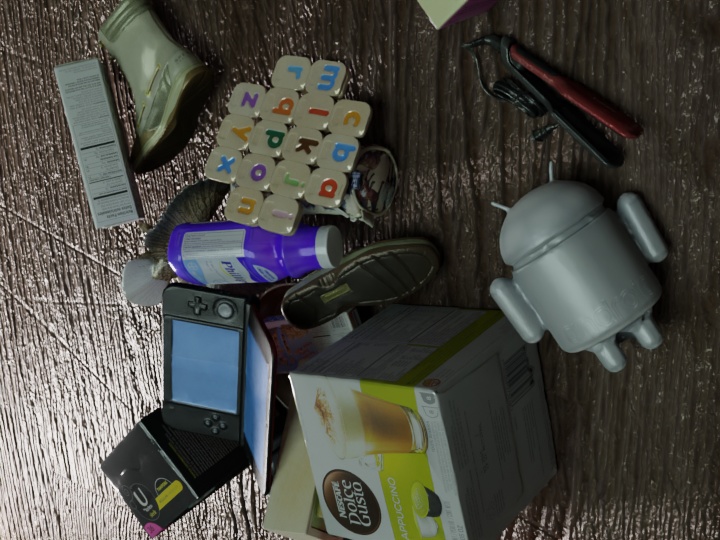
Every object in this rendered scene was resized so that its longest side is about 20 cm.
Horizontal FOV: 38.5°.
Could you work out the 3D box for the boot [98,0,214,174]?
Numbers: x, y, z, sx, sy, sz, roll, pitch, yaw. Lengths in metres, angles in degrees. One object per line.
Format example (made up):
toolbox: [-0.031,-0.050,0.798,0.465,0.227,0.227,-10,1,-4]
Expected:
boot: [-0.272,-0.231,1.292,0.155,0.072,0.200,50,135,11]

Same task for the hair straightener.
hair straightener: [0.172,-0.158,0.993,0.200,0.041,0.077,38,129,18]

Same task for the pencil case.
pencil case: [-0.058,-0.096,1.174,0.199,0.090,0.078,1,148,37]

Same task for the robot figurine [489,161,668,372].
robot figurine: [0.210,-0.002,0.990,0.169,0.113,0.201,-34,88,4]

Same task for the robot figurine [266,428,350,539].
robot figurine: [-0.044,0.289,1.311,0.124,0.150,0.201,-23,111,37]

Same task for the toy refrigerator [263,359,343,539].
toy refrigerator: [-0.045,0.210,1.196,0.070,0.076,0.202,-3,65,34]

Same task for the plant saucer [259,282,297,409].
plant saucer: [-0.055,0.104,1.307,0.199,0.034,0.202,18,122,31]

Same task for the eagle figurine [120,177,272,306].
eagle figurine: [-0.203,-0.037,1.297,0.199,0.151,0.152,-8,86,46]

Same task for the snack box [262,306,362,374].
snack box: [-0.074,0.089,1.276,0.199,0.024,0.072,-9,107,41]

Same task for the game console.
game console: [-0.168,0.136,1.195,0.171,0.119,0.202,10,115,9]

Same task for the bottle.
bottle: [-0.119,-0.022,1.175,0.198,0.084,0.066,-2,66,22]

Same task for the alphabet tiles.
alphabet tiles: [-0.081,-0.141,1.141,0.194,0.015,0.202,14,81,32]

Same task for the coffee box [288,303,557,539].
coffee box: [0.072,0.168,1.124,0.197,0.200,0.201,2,112,38]

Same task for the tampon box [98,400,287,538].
tampon box: [-0.218,0.235,1.388,0.127,0.200,0.150,51,133,6]

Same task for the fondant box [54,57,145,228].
fondant box: [-0.328,-0.157,1.311,0.144,0.058,0.202,-159,56,-81]

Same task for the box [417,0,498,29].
box: [0.104,-0.353,0.916,0.176,0.096,0.200,55,134,4]

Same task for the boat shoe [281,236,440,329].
boat shoe: [0.000,0.000,1.187,0.199,0.076,0.072,-18,115,20]
